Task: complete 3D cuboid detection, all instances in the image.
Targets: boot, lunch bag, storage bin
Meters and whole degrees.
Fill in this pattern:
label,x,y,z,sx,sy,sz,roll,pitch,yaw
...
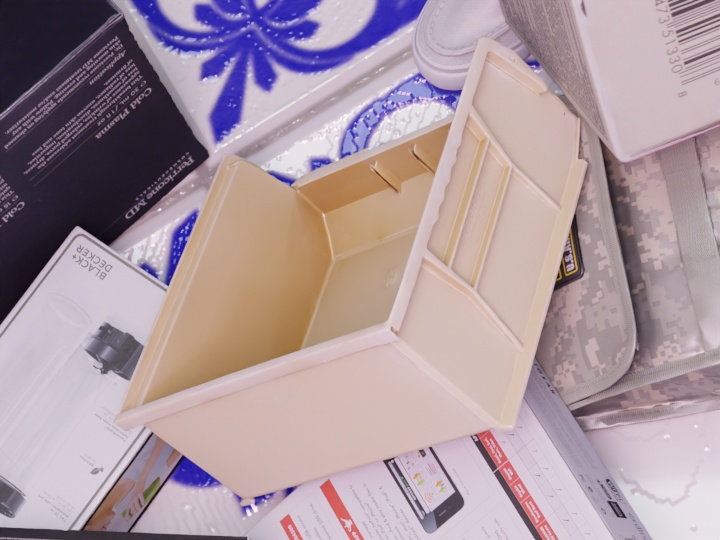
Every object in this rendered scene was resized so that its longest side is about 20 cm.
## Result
label,x,y,z,sx,sy,sz,roll,pitch,yaw
boot,0.099,-0.195,1.271,0.073,0.096,0.200,41,82,23
lunch bag,0.161,-0.011,1.176,0.199,0.118,0.165,-14,69,15
storage bin,0.000,0.000,1.143,0.199,0.094,0.199,-21,39,43

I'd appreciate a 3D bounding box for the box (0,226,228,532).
label,x,y,z,sx,sy,sz,roll,pitch,yaw
box,-0.166,0.091,1.234,0.116,0.060,0.201,31,77,21

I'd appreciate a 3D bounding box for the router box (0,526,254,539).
label,x,y,z,sx,sy,sz,roll,pitch,yaw
router box,-0.149,0.207,1.101,0.198,0.062,0.151,1,55,13

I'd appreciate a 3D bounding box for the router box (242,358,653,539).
label,x,y,z,sx,sy,sz,roll,pitch,yaw
router box,0.057,0.163,1.128,0.179,0.049,0.201,-41,64,20

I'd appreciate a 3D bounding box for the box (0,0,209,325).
label,x,y,z,sx,sy,sz,roll,pitch,yaw
box,-0.208,-0.068,1.240,0.200,0.182,0.104,-41,66,-6

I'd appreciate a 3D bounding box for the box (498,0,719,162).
label,x,y,z,sx,sy,sz,roll,pitch,yaw
box,0.133,-0.163,1.135,0.108,0.128,0.200,-22,30,-3
